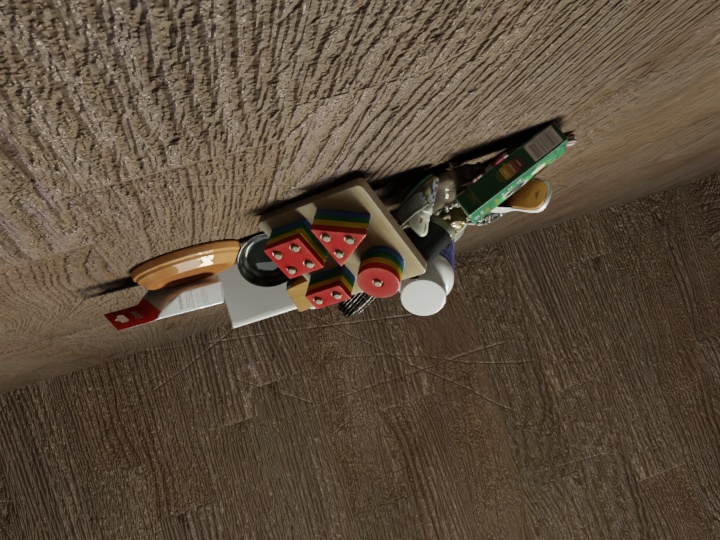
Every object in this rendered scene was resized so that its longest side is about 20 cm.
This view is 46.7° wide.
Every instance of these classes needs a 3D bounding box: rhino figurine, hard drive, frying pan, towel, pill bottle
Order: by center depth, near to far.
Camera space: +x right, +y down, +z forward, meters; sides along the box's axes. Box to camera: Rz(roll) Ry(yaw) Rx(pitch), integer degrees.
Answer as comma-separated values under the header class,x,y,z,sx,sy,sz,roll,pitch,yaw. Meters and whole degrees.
class,x,y,z,sx,sy,sz,roll,pitch,yaw
rhino figurine,0.145,-0.143,1.433,0.087,0.060,0.200,-6,167,-31
frying pan,-0.149,-0.051,1.499,0.115,0.031,0.190,20,114,-24
towel,0.295,-0.203,1.547,0.144,0.023,0.200,-14,173,-16
pill bottle,0.120,-0.009,1.566,0.112,0.112,0.200,-19,-150,19
hard drive,-0.184,0.026,1.719,0.200,0.132,0.026,-17,176,-9

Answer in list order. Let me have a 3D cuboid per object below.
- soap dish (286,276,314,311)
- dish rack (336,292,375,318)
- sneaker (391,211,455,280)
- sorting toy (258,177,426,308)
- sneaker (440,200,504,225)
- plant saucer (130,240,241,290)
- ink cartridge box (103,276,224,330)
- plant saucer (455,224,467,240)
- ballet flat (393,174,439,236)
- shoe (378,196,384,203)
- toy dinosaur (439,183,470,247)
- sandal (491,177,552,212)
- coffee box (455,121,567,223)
class,x,y,z,sx,sy,sz,roll,pitch,yaw
soap dish,-0.049,-0.025,1.544,0.200,0.158,0.081,-23,138,40
dish rack,0.000,0.000,1.582,0.055,0.200,0.153,31,107,-34
sneaker,0.076,-0.044,1.462,0.106,0.075,0.200,-52,-162,-13
sorting toy,-0.032,-0.024,1.305,0.198,0.200,0.070,-18,-141,30
sneaker,0.194,-0.137,1.649,0.199,0.079,0.090,-8,-146,9
plant saucer,-0.306,-0.006,1.487,0.200,0.038,0.200,-17,176,-1
ink cartridge box,-0.375,0.052,1.574,0.200,0.057,0.162,-11,-168,-25
plant saucer,0.163,-0.083,1.757,0.200,0.050,0.200,-31,-163,11
ballet flat,0.071,-0.068,1.377,0.200,0.072,0.072,-44,171,8
shoe,0.003,-0.102,1.382,0.091,0.072,0.200,-33,174,-18
toy dinosaur,0.179,-0.096,1.529,0.101,0.058,0.200,-39,-168,27
sandal,0.263,-0.147,1.485,0.059,0.079,0.207,19,178,-23
coffee box,0.250,-0.159,1.380,0.200,0.044,0.123,-39,171,9
